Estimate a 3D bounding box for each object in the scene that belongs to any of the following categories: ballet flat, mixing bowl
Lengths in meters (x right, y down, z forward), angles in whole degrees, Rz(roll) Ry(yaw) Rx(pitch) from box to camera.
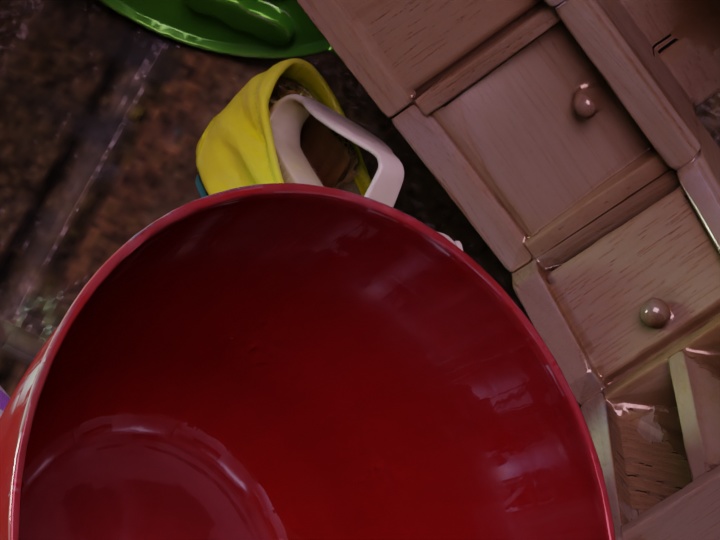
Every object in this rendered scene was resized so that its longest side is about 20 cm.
[{"bbox_3d":[0.000,0.000,0.857,0.067,0.067,0.200,16,30,-39],"label":"ballet flat"},{"bbox_3d":[-0.035,0.086,0.727,0.199,0.108,0.201,11,71,-33],"label":"mixing bowl"}]

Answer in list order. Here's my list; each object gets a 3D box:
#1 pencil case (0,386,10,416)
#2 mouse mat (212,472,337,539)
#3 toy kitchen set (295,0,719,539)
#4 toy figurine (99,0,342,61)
[{"bbox_3d":[-0.132,0.087,0.841,0.085,0.084,0.200,-43,74,18],"label":"pencil case"},{"bbox_3d":[-0.037,0.154,0.780,0.200,0.008,0.161,34,67,0],"label":"mouse mat"},{"bbox_3d":[0.099,-0.042,0.798,0.163,0.181,0.200,-34,108,15],"label":"toy kitchen set"},{"bbox_3d":[-0.007,-0.184,0.948,0.199,0.150,0.185,26,57,-8],"label":"toy figurine"}]
